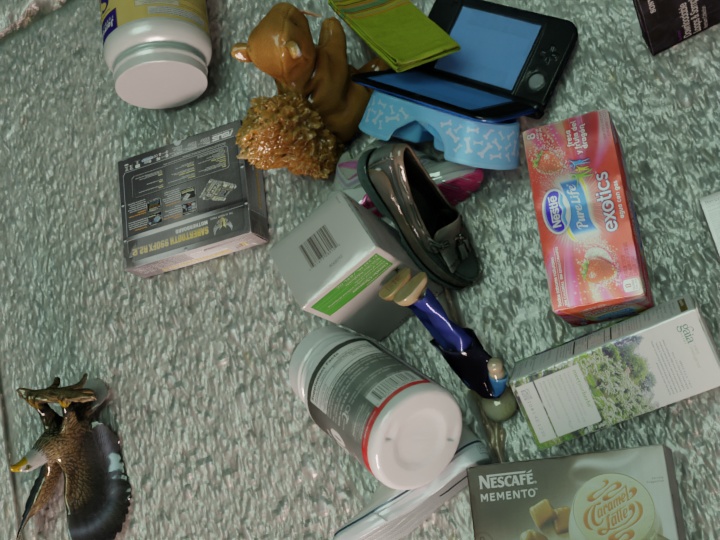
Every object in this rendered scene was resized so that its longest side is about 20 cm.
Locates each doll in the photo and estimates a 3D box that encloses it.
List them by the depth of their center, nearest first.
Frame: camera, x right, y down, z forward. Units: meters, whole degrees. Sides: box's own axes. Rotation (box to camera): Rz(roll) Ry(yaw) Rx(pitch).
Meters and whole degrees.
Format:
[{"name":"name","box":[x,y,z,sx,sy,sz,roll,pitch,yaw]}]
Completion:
[{"name":"doll","box":[0.103,0.083,1.015,0.048,0.200,0.136,-45,19,-10]}]

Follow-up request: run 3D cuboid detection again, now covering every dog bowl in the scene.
[{"name":"dog bowl","box":[0.093,-0.166,1.097,0.198,0.111,0.050,22,112,27]}]

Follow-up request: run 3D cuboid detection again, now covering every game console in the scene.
[{"name":"game console","box":[0.119,-0.248,1.100,0.199,0.118,0.172,24,87,32]}]

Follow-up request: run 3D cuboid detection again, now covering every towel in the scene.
[{"name":"towel","box":[0.036,-0.298,1.143,0.085,0.018,0.200,-23,44,-12]}]

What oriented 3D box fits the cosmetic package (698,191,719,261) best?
[{"name":"cosmetic package","box":[0.448,-0.063,0.950,0.198,0.051,0.083,-19,72,19]}]

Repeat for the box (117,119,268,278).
[{"name":"box","box":[-0.223,-0.092,1.264,0.198,0.048,0.160,-16,72,21]}]

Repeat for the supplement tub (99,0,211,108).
[{"name":"supplement tub","box":[-0.277,-0.337,1.296,0.144,0.145,0.202,-16,70,20]}]

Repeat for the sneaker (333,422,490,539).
[{"name":"sneaker","box":[0.048,0.237,1.053,0.199,0.073,0.071,-36,56,3]}]

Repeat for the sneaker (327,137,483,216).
[{"name":"sneaker","box":[0.047,-0.117,1.129,0.198,0.081,0.089,-7,76,22]}]

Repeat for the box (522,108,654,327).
[{"name":"box","box":[0.241,-0.052,1.014,0.094,0.102,0.203,-13,73,21]}]

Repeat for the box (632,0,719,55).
[{"name":"box","box":[0.381,-0.308,0.991,0.198,0.143,0.036,-24,69,18]}]

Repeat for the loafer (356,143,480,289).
[{"name":"loafer","box":[0.076,-0.056,1.042,0.063,0.200,0.072,-17,35,43]}]

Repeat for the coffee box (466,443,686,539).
[{"name":"coffee box","box":[0.216,0.244,0.962,0.198,0.080,0.116,-11,73,22]}]

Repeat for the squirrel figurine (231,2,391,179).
[{"name":"squirrel figurine","box":[-0.073,-0.213,1.146,0.140,0.186,0.202,12,80,26]}]

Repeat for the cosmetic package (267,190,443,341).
[{"name":"cosmetic package","box":[0.000,0.000,1.054,0.107,0.200,0.085,-40,63,12]}]

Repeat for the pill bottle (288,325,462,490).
[{"name":"pill bottle","box":[0.009,0.140,1.032,0.200,0.113,0.115,30,90,54]}]

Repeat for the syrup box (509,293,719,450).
[{"name":"syrup box","box":[0.257,0.102,0.968,0.198,0.081,0.079,-24,92,16]}]

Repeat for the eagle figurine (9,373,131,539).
[{"name":"eagle figurine","box":[-0.382,0.243,1.227,0.152,0.149,0.203,-155,56,-65]}]
